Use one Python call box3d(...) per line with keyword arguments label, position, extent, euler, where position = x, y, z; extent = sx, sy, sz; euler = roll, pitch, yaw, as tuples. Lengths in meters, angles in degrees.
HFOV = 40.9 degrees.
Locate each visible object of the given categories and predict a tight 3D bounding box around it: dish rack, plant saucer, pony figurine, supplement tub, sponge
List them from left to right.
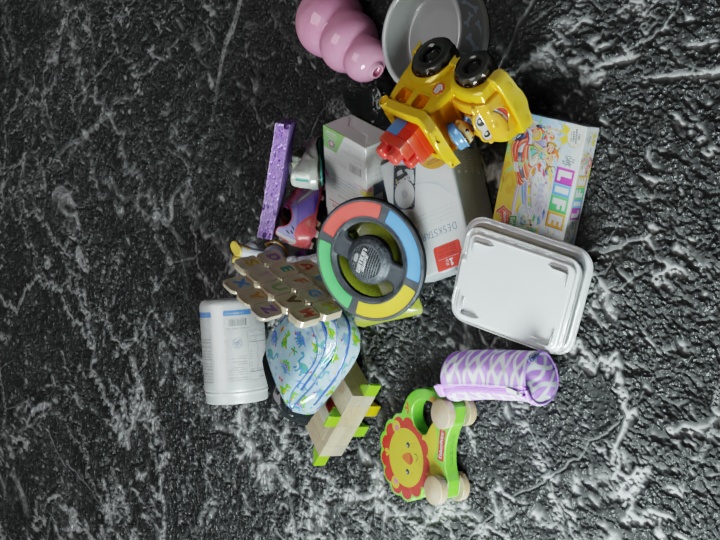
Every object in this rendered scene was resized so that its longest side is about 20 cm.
box3d(label="supplement tub", position=(-0.252, 0.157, 1.920), extent=(0.131, 0.130, 0.204), euler=(-2, 91, 46))
box3d(label="sponge", position=(-0.145, -0.162, 1.693), extent=(0.029, 0.112, 0.204), euler=(11, 104, 0))
box3d(label="pony figurine", position=(-0.137, 0.007, 1.767), extent=(0.166, 0.199, 0.195), euler=(-34, 83, 40))
box3d(label="plant saucer", position=(0.000, 0.000, 1.640), extent=(0.199, 0.047, 0.203), euler=(-17, 96, 56))
box3d(label="dish rack", position=(0.226, 0.028, 1.407), extent=(0.197, 0.043, 0.175), euler=(20, 117, 22))

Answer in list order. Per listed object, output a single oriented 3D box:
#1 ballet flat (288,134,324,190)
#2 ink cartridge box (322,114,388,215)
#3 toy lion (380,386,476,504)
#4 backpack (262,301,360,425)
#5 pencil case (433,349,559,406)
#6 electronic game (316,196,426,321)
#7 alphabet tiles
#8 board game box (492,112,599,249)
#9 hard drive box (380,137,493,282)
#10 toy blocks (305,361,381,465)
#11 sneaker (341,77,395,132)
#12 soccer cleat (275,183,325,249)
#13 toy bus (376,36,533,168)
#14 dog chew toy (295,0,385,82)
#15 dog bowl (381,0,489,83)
box3d(label="ballet flat", position=(-0.094, -0.192, 1.697), extent=(0.201, 0.068, 0.070), euler=(-89, 16, -67))
box3d(label="ink cartridge box", position=(-0.002, -0.149, 1.655), extent=(0.117, 0.067, 0.203), euler=(34, 137, 40))
box3d(label="toy lion", position=(0.102, 0.290, 1.611), extent=(0.190, 0.068, 0.204), euler=(16, 104, 53))
box3d(label="backpack", position=(-0.085, 0.140, 1.664), extent=(0.199, 0.153, 0.165), euler=(-37, 53, 22))
box3d(label="pencil case", position=(0.207, 0.164, 1.457), extent=(0.198, 0.086, 0.085), euler=(-8, 122, 54))
box3d(label="electronic game", position=(0.015, -0.017, 1.542), extent=(0.197, 0.041, 0.204), euler=(9, 109, 28))
box3d(label="alphabet tiles", position=(-0.123, 0.028, 1.612), extent=(0.199, 0.193, 0.015), euler=(39, 127, 35))
box3d(label="board game box", position=(0.267, -0.123, 1.420), extent=(0.133, 0.034, 0.204), euler=(22, 108, 43))
box3d(label="hard drive box", position=(0.127, -0.096, 1.540), extent=(0.155, 0.076, 0.204), euler=(-22, 77, 45))
box3d(label="toy blocks", position=(-0.050, 0.233, 1.751), extent=(0.202, 0.098, 0.137), euler=(-62, 40, 29))
box3d(label="sneaker", position=(0.047, -0.275, 1.625), extent=(0.198, 0.059, 0.107), euler=(-1, 96, 50))
box3d(label="soccer cleat", position=(-0.108, -0.119, 1.735), extent=(0.202, 0.075, 0.067), euler=(-87, 22, -46))
box3d(label="toy bus", position=(0.119, -0.218, 1.397), extent=(0.193, 0.136, 0.199), euler=(-49, 43, -10))
box3d(label="dog chew toy", position=(-0.026, -0.397, 1.650), extent=(0.201, 0.123, 0.125), euler=(51, 126, 29))
box3d(label="dog bowl", position=(0.113, -0.375, 1.550), extent=(0.198, 0.058, 0.205), euler=(3, 94, 46))
